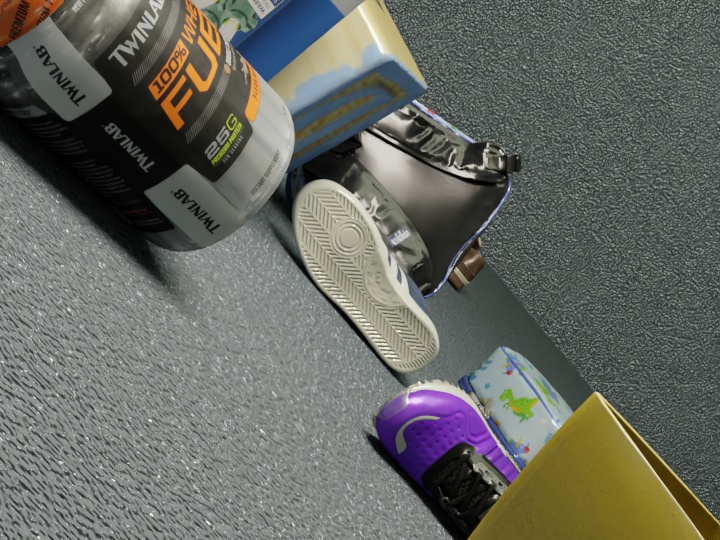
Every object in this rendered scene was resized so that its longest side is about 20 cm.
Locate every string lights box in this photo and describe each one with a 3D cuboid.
[{"bbox_3d":[-0.103,-0.190,1.233,0.103,0.200,0.059,55,8,32],"label":"string lights box"}]

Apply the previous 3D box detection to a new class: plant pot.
[{"bbox_3d":[0.128,0.216,0.769,0.200,0.176,0.200,44,10,-48],"label":"plant pot"}]

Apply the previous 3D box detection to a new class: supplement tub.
[{"bbox_3d":[-0.139,-0.112,0.942,0.200,0.122,0.123,45,10,-39],"label":"supplement tub"}]

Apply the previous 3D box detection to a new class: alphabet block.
[{"bbox_3d":[-0.080,-0.206,1.374,0.201,0.195,0.196,62,7,7],"label":"alphabet block"}]

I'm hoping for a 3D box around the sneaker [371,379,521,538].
[{"bbox_3d":[0.087,0.161,1.203,0.200,0.069,0.100,44,12,-41],"label":"sneaker"}]

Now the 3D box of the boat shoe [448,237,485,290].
[{"bbox_3d":[0.162,-0.030,2.563,0.075,0.075,0.202,49,8,-20],"label":"boat shoe"}]

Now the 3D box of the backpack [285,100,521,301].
[{"bbox_3d":[0.026,-0.081,1.589,0.190,0.200,0.154,42,-22,-13],"label":"backpack"}]

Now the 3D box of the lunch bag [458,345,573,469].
[{"bbox_3d":[0.195,0.182,1.710,0.200,0.082,0.161,44,10,-46],"label":"lunch bag"}]

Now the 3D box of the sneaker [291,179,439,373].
[{"bbox_3d":[0.000,0.000,1.459,0.201,0.075,0.085,59,6,-18],"label":"sneaker"}]
